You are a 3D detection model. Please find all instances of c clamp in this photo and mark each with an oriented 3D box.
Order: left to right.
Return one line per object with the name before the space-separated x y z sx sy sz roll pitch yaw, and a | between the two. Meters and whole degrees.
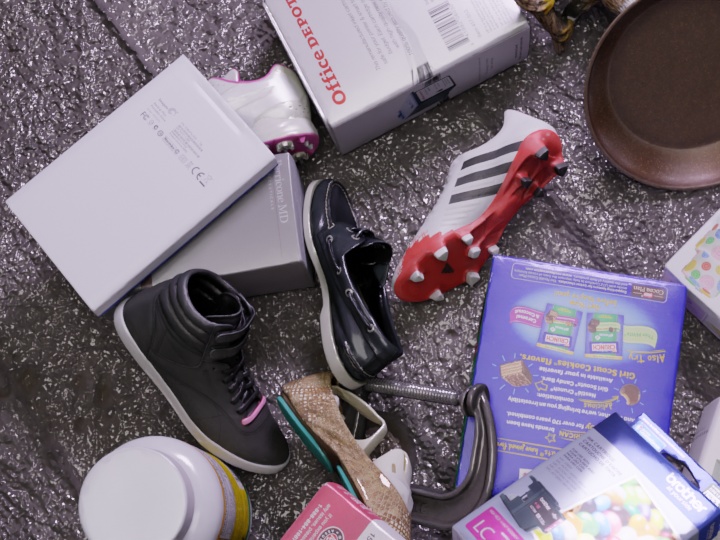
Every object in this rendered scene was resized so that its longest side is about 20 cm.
c clamp | 0.038 0.124 1.127 0.199 0.027 0.172 12 84 41

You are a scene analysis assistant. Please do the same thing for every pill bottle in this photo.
pill bottle | -0.157 0.193 1.084 0.112 0.200 0.114 -1 76 5

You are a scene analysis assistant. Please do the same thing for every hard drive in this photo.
hard drive | -0.187 -0.075 1.157 0.200 0.025 0.132 -41 73 -6

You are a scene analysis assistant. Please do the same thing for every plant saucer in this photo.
plant saucer | 0.288 -0.165 1.160 0.198 0.202 0.037 -8 33 4

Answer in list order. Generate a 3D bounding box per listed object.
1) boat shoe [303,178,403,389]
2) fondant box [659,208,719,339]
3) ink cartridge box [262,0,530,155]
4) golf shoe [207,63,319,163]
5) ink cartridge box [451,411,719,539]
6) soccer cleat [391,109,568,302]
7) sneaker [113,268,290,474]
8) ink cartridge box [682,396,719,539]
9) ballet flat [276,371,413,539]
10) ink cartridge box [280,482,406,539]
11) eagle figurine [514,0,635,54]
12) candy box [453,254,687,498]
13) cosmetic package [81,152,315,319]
boat shoe | -0.001 -0.001 1.158 0.066 0.074 0.201 -25 52 27
fondant box | 0.376 -0.017 1.155 0.200 0.058 0.144 -44 77 -6
ink cartridge box | 0.033 -0.220 1.221 0.199 0.086 0.147 -28 76 1
golf shoe | -0.137 -0.129 1.219 0.198 0.075 0.092 -10 77 7
ink cartridge box | 0.181 0.187 1.015 0.199 0.042 0.119 -29 52 -21
soccer cleat | 0.095 -0.056 1.192 0.200 0.068 0.085 -48 44 7
sneaker | -0.112 0.084 1.133 0.099 0.071 0.200 -34 101 37
ink cartridge box | 0.321 0.221 1.090 0.144 0.084 0.202 20 79 10
ballet flat | 0.002 0.152 1.097 0.065 0.071 0.200 -31 55 -10
ink cartridge box | 0.014 0.272 0.960 0.199 0.083 0.147 36 81 21
eagle figurine | 0.240 -0.269 1.185 0.199 0.152 0.151 -31 105 17
candy box | 0.175 0.103 1.137 0.167 0.077 0.202 10 77 7
cosmetic package | -0.144 -0.029 1.195 0.198 0.090 0.108 -12 73 6
